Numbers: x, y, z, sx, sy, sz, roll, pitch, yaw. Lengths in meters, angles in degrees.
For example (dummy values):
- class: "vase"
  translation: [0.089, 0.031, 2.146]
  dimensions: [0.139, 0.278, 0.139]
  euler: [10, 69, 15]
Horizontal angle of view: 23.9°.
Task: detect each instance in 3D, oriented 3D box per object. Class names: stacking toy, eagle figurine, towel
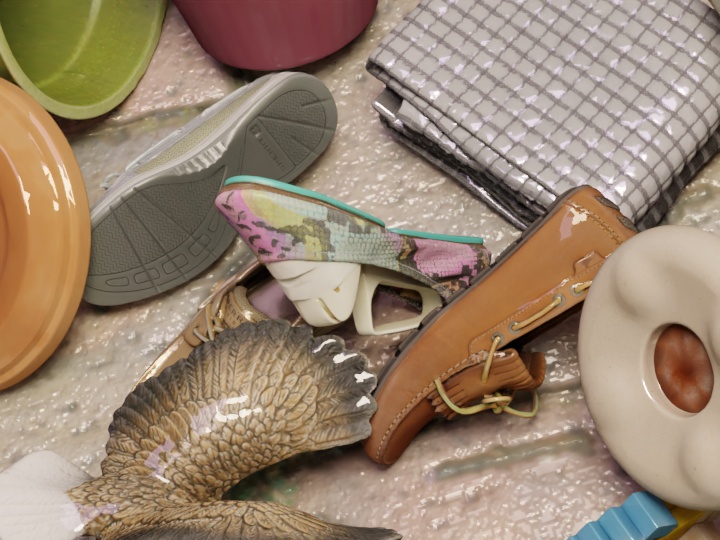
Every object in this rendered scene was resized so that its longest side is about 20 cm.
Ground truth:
- class: "stacking toy"
  translation: [0.229, 0.038, 0.913]
  dimensions: [0.199, 0.147, 0.147]
  euler: [-11, 55, -36]
- class: "eagle figurine"
  translation: [-0.085, 0.126, 0.923]
  dimensions: [0.200, 0.151, 0.152]
  euler: [-38, 81, 27]
- class: "towel"
  translation: [0.123, -0.111, 1.044]
  dimensions: [0.200, 0.086, 0.166]
  euler: [36, 76, 22]

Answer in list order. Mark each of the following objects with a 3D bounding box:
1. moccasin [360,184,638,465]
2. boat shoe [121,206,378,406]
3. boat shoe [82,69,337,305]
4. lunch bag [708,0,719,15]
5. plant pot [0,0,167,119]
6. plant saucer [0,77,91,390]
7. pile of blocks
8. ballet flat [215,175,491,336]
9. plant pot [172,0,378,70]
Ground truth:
- class: "moccasin"
  translation: [0.080, 0.043, 0.958]
  dimensions: [0.201, 0.074, 0.078]
  euler: [-42, 78, 10]
- class: "boat shoe"
  translation: [-0.072, 0.035, 1.012]
  dimensions: [0.200, 0.065, 0.071]
  euler: [-44, 65, -12]
- class: "boat shoe"
  translation: [-0.105, -0.055, 1.067]
  dimensions: [0.202, 0.075, 0.065]
  euler: [-42, 28, -8]
- class: "lunch bag"
  translation: [0.299, -0.127, 0.959]
  dimensions: [0.199, 0.118, 0.165]
  euler: [-4, 57, -29]
- class: "plant pot"
  translation: [-0.256, -0.206, 1.114]
  dimensions: [0.189, 0.200, 0.201]
  euler: [7, 64, 27]
- class: "plant saucer"
  translation: [-0.255, -0.022, 1.034]
  dimensions: [0.199, 0.037, 0.202]
  euler: [1, 92, 25]
- class: "pile of blocks"
  translation: [0.126, 0.175, 0.898]
  dimensions: [0.199, 0.082, 0.062]
  euler: [-33, 62, -7]
- class: "ballet flat"
  translation: [0.000, 0.000, 0.959]
  dimensions: [0.069, 0.199, 0.072]
  euler: [0, 80, 45]
- class: "plant pot"
  translation: [-0.065, -0.235, 1.066]
  dimensions: [0.198, 0.180, 0.201]
  euler: [-7, 45, 8]
